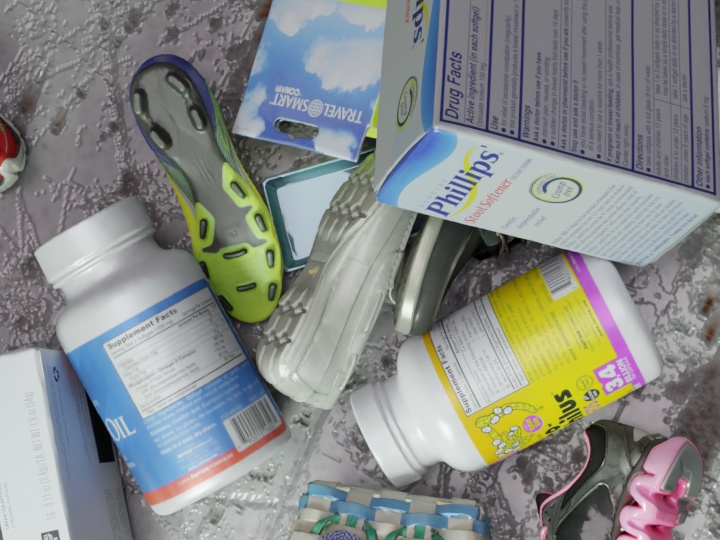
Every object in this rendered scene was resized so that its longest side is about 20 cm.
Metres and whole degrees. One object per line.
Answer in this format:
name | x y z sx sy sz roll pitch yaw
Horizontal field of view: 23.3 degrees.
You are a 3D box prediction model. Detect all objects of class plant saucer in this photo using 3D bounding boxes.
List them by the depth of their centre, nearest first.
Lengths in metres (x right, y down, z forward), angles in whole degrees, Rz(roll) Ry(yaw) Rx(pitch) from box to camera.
plant saucer | 0.032 -0.058 1.245 0.198 0.019 0.071 -16 83 9

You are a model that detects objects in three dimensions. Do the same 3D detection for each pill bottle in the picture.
pill bottle | 0.096 0.069 1.180 0.199 0.104 0.105 -29 81 7
pill bottle | -0.141 0.056 1.203 0.112 0.112 0.201 -29 91 6

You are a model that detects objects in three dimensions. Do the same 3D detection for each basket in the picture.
basket | 0.006 0.247 1.162 0.174 0.139 0.202 6 77 10

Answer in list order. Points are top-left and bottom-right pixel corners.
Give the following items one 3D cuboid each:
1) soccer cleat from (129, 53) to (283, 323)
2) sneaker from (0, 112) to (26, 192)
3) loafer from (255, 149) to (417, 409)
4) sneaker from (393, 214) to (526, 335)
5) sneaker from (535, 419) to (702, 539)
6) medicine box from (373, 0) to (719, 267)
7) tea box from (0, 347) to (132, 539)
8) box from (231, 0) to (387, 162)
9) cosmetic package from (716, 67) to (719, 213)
soccer cleat | -0.103 -0.061 1.246 0.064 0.084 0.202 -22 103 8
sneaker | -0.332 -0.130 1.279 0.199 0.085 0.077 31 90 11
loafer | 0.000 0.000 1.211 0.070 0.070 0.201 33 84 -29
sneaker | 0.101 -0.032 1.171 0.105 0.075 0.201 26 75 0
sneaker | 0.153 0.192 1.186 0.095 0.079 0.201 25 89 33
medicine box | 0.120 -0.122 1.115 0.198 0.103 0.184 13 62 -16
tea box | -0.274 0.172 1.220 0.195 0.134 0.202 -14 83 9
box | -0.008 -0.177 1.223 0.121 0.048 0.202 15 87 36
cosmetic package | 0.320 -0.066 1.152 0.198 0.108 0.086 14 88 9
